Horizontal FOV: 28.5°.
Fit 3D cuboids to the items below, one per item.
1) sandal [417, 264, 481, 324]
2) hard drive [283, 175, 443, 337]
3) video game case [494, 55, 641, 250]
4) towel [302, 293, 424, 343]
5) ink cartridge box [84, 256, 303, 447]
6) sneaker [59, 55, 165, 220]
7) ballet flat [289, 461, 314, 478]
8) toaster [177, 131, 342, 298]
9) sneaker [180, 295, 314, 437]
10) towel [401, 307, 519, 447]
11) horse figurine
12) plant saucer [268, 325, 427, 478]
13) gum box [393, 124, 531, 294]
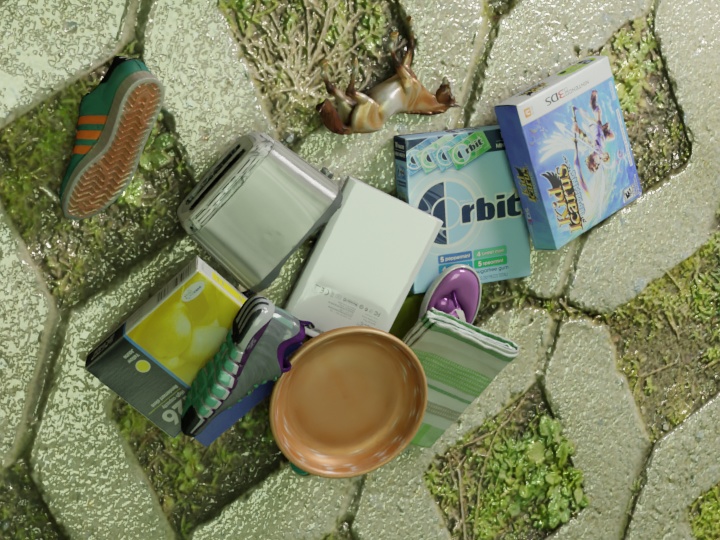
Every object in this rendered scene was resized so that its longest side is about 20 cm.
[{"bbox_3d":[0.107,0.089,1.820,0.082,0.050,0.203,10,112,-31],"label":"sandal"},{"bbox_3d":[0.000,0.000,1.771,0.132,0.025,0.200,25,98,-11],"label":"hard drive"},{"bbox_3d":[0.273,-0.153,1.836,0.181,0.045,0.201,-30,111,-32],"label":"video game case"},{"bbox_3d":[0.002,0.098,1.825,0.199,0.018,0.086,-19,108,-17],"label":"towel"},{"bbox_3d":[-0.191,0.110,1.699,0.198,0.047,0.200,-41,113,17],"label":"ink cartridge box"},{"bbox_3d":[-0.295,-0.154,1.636,0.071,0.080,0.200,15,115,-45],"label":"sneaker"},{"bbox_3d":[-0.040,0.166,1.786,0.069,0.069,0.201,11,107,-23],"label":"ballet flat"},{"bbox_3d":[-0.128,-0.069,1.690,0.129,0.114,0.200,42,92,-20],"label":"toaster"},{"bbox_3d":[-0.133,0.126,1.649,0.087,0.074,0.200,24,115,-23],"label":"sneaker"},{"bbox_3d":[0.091,0.145,1.810,0.149,0.031,0.200,23,121,-26],"label":"towel"},{"bbox_3d":[0.023,-0.221,1.743,0.200,0.050,0.133,-31,128,-21],"label":"horse figurine"},{"bbox_3d":[-0.017,0.157,1.727,0.199,0.037,0.201,-6,112,-15],"label":"plant saucer"},{"bbox_3d":[0.133,-0.081,1.824,0.169,0.045,0.201,-8,103,-19],"label":"gum box"}]
